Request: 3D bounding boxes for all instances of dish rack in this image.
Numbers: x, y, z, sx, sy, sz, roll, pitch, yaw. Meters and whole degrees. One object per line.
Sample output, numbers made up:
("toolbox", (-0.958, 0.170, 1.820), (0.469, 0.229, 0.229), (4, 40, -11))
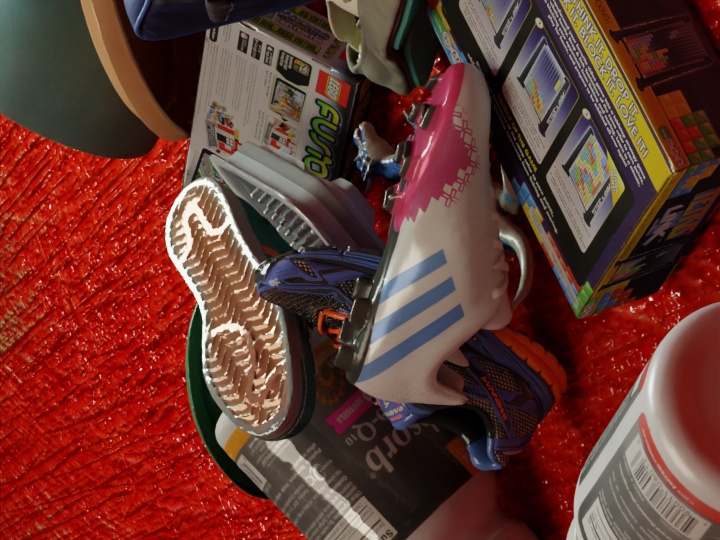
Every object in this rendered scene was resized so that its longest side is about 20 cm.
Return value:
("dish rack", (0.000, 0.000, 1.690), (0.200, 0.044, 0.172), (50, 172, -26))

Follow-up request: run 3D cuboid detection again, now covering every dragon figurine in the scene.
("dragon figurine", (0.059, -0.034, 1.586), (0.200, 0.059, 0.100), (57, 155, 33))

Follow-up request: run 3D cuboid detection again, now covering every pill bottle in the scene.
("pill bottle", (0.014, 0.133, 1.701), (0.200, 0.116, 0.116), (45, 154, 8))
("pill bottle", (0.171, 0.107, 1.352), (0.116, 0.115, 0.200), (63, 158, 21))

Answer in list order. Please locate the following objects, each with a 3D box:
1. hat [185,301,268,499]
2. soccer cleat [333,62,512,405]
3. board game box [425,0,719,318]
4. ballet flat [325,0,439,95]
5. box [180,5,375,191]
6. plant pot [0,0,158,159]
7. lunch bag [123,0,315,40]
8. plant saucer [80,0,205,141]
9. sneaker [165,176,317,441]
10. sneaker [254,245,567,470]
("hat", (0.009, 0.076, 1.795), (0.175, 0.166, 0.200), (0, 140, 38))
("soccer cleat", (0.050, -0.016, 1.476), (0.070, 0.086, 0.201), (-83, 10, -63))
("board game box", (0.114, -0.102, 1.400), (0.201, 0.056, 0.165), (65, 156, 19))
("ballet flat", (0.010, -0.150, 1.533), (0.200, 0.063, 0.068), (84, -154, -74))
("box", (-0.053, -0.095, 1.770), (0.110, 0.035, 0.200), (28, 145, 9))
("plant pot", (-0.203, -0.194, 1.962), (0.135, 0.199, 0.200), (-57, 45, 20))
("lunch bag", (-0.066, -0.213, 1.552), (0.133, 0.199, 0.136), (62, 152, 18))
("plant saucer", (-0.147, -0.183, 1.819), (0.200, 0.032, 0.202), (-13, -90, -75))
("sneaker", (-0.053, 0.028, 1.630), (0.071, 0.080, 0.201), (-43, 43, 23))
("sneaker", (0.026, 0.048, 1.560), (0.075, 0.199, 0.079), (-28, 37, 65))
